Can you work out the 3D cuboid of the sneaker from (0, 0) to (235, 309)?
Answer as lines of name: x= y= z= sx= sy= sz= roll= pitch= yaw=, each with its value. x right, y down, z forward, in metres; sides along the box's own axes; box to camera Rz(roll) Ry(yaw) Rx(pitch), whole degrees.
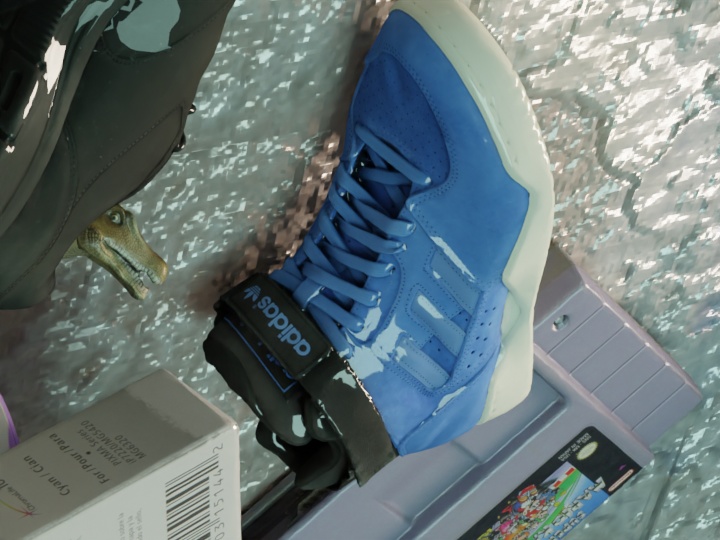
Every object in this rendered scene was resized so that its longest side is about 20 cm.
sneaker: x=-0.072 y=-0.075 z=0.759 sx=0.200 sy=0.076 sz=0.091 roll=-51 pitch=150 yaw=-1

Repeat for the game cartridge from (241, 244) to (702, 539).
game cartridge: x=0.037 y=0.088 z=1.058 sx=0.200 sy=0.038 sz=0.130 roll=-42 pitch=138 yaw=7

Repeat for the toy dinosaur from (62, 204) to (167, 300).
toy dinosaur: x=-0.148 y=-0.023 z=0.797 sx=0.200 sy=0.058 sz=0.101 roll=31 pitch=92 yaw=-48

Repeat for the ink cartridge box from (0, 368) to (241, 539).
ink cartridge box: x=-0.114 y=0.153 z=0.849 sx=0.176 sy=0.045 sz=0.201 roll=-29 pitch=136 yaw=-34

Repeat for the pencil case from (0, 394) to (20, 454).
pencil case: x=-0.198 y=0.067 z=0.818 sx=0.199 sy=0.084 sz=0.086 roll=-4 pitch=94 yaw=-38

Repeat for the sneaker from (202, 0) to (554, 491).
sneaker: x=0.001 y=0.001 z=0.900 sx=0.111 sy=0.077 sz=0.201 roll=-28 pitch=146 yaw=-20
